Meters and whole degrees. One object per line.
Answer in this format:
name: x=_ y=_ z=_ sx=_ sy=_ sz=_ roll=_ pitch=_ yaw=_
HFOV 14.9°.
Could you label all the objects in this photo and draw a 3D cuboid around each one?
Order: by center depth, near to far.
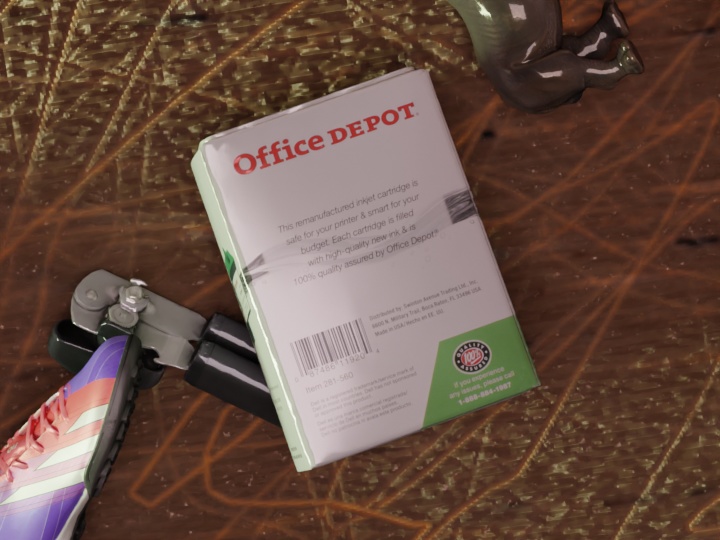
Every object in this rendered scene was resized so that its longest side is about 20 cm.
ink cartridge box: x=0.000 y=0.000 z=1.613 sx=0.145 sy=0.084 sz=0.201 roll=-19 pitch=87 yaw=-9
rhino figurine: x=0.082 y=-0.183 z=1.626 sx=0.087 sy=0.060 sz=0.201 roll=-30 pitch=94 yaw=15
soccer cleat: x=-0.188 y=0.117 z=1.648 sx=0.073 sy=0.068 sz=0.201 roll=24 pitch=116 yaw=-3
can opener: x=-0.088 y=0.058 z=1.671 sx=0.199 sy=0.053 sz=0.067 roll=22 pitch=132 yaw=-2
